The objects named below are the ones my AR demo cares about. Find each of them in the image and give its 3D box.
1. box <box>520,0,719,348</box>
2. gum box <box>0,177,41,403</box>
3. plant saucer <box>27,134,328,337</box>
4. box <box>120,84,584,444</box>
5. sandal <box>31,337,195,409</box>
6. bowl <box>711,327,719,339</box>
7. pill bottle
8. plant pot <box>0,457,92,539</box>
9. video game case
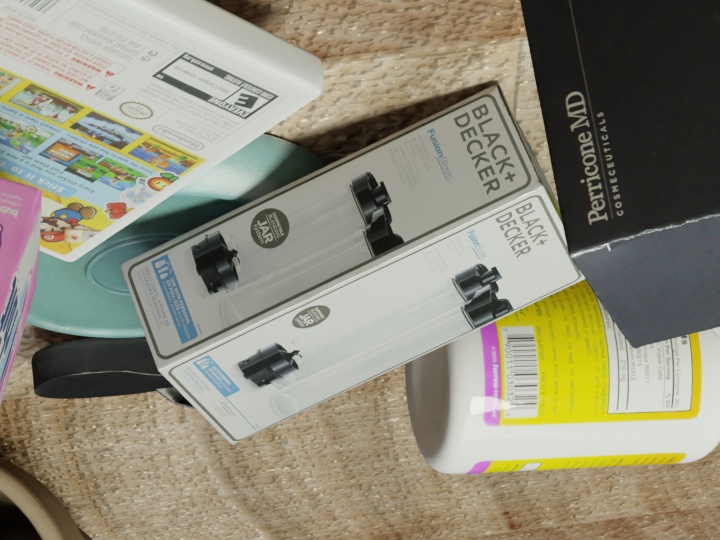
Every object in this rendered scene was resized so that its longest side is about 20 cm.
[{"bbox_3d":[0.158,-0.098,0.970,0.181,0.201,0.104,-14,155,13],"label":"box"},{"bbox_3d":[-0.188,0.032,1.145,0.066,0.114,0.200,16,166,-4],"label":"gum box"},{"bbox_3d":[-0.104,-0.012,1.273,0.199,0.028,0.200,-8,155,-3],"label":"plant saucer"},{"bbox_3d":[0.000,0.000,1.239,0.199,0.060,0.117,-25,153,4],"label":"box"},{"bbox_3d":[-0.076,0.059,1.392,0.199,0.043,0.076,-5,164,-14],"label":"sandal"},{"bbox_3d":[0.233,-0.046,1.151,0.200,0.202,0.105,-11,-167,6],"label":"bowl"},{"bbox_3d":[0.131,0.054,1.390,0.199,0.105,0.104,-1,154,-15],"label":"pill bottle"},{"bbox_3d":[-0.223,0.204,1.527,0.199,0.201,0.175,-16,171,15],"label":"plant pot"},{"bbox_3d":[-0.148,-0.079,1.092,0.200,0.023,0.182,23,141,-36],"label":"video game case"}]
